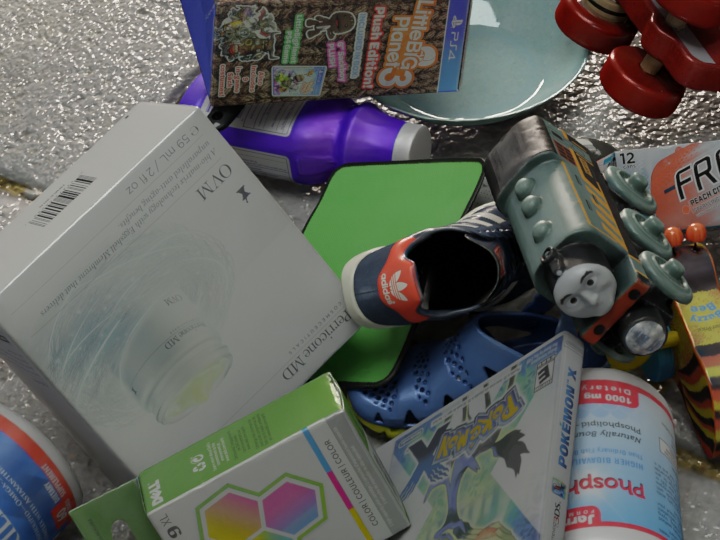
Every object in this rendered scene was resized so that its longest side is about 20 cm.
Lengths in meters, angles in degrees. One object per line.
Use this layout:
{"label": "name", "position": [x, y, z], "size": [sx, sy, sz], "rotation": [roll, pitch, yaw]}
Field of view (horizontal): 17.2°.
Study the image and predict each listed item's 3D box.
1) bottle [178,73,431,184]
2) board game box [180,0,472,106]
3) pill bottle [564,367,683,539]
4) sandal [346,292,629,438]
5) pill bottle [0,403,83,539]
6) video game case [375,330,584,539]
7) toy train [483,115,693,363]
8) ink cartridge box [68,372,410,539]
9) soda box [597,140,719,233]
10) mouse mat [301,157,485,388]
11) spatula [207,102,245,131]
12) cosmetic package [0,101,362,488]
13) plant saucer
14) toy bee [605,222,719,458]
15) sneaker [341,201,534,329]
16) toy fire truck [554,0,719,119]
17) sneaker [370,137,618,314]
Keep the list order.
{"label": "bottle", "position": [-0.044, -0.108, 1.871], "size": [0.200, 0.065, 0.084], "rotation": [12, 45, 21]}
{"label": "board game box", "position": [-0.031, -0.217, 1.852], "size": [0.200, 0.097, 0.160], "rotation": [-4, 41, -12]}
{"label": "pill bottle", "position": [0.154, 0.170, 1.538], "size": [0.109, 0.109, 0.200], "rotation": [-6, 46, 7]}
{"label": "sandal", "position": [0.086, 0.060, 1.673], "size": [0.200, 0.087, 0.080], "rotation": [-14, 48, 2]}
{"label": "pill bottle", "position": [-0.292, 0.191, 1.615], "size": [0.112, 0.112, 0.200], "rotation": [25, 58, 31]}
{"label": "video game case", "position": [0.064, 0.153, 1.550], "size": [0.200, 0.022, 0.183], "rotation": [-35, 32, 39]}
{"label": "toy train", "position": [0.149, -0.021, 1.598], "size": [0.085, 0.114, 0.200], "rotation": [-47, 29, 22]}
{"label": "ink cartridge box", "position": [-0.080, 0.163, 1.567], "size": [0.200, 0.104, 0.059], "rotation": [-28, 26, 1]}
{"label": "soda box", "position": [0.274, -0.063, 1.723], "size": [0.200, 0.068, 0.064], "rotation": [-7, 88, -7]}
{"label": "mouse mat", "position": [0.000, 0.000, 1.738], "size": [0.161, 0.008, 0.200], "rotation": [1, 55, 44]}
{"label": "spatula", "position": [-0.072, -0.164, 1.876], "size": [0.056, 0.021, 0.200], "rotation": [14, 39, 22]}
{"label": "cosmetic package", "position": [-0.140, 0.024, 1.638], "size": [0.199, 0.200, 0.123], "rotation": [-45, 22, -14]}
{"label": "plant saucer", "position": [0.085, -0.169, 1.911], "size": [0.201, 0.039, 0.201], "rotation": [-2, 43, 2]}
{"label": "toy bee", "position": [0.221, 0.028, 1.651], "size": [0.131, 0.109, 0.200], "rotation": [-29, 53, -26]}
{"label": "sneaker", "position": [0.086, -0.005, 1.651], "size": [0.200, 0.075, 0.084], "rotation": [-22, 6, -36]}
{"label": "toy fire truck", "position": [0.261, -0.202, 1.864], "size": [0.168, 0.112, 0.200], "rotation": [5, 39, -31]}
{"label": "sneaker", "position": [0.106, -0.021, 1.762], "size": [0.200, 0.075, 0.116], "rotation": [-16, 50, 11]}
